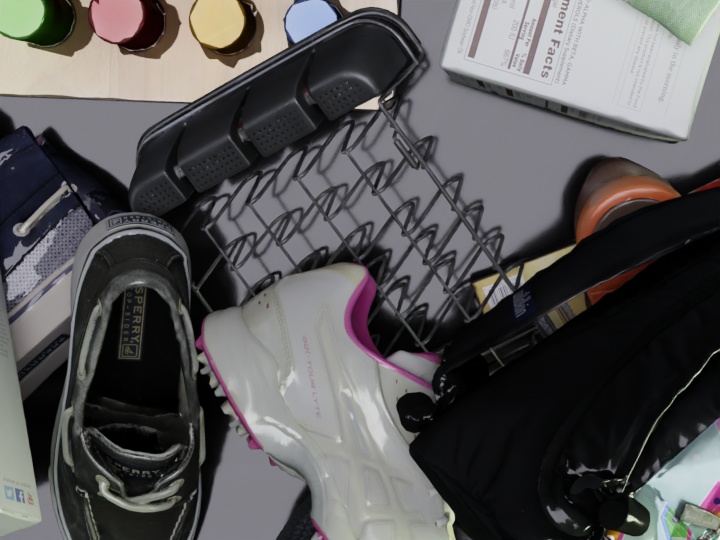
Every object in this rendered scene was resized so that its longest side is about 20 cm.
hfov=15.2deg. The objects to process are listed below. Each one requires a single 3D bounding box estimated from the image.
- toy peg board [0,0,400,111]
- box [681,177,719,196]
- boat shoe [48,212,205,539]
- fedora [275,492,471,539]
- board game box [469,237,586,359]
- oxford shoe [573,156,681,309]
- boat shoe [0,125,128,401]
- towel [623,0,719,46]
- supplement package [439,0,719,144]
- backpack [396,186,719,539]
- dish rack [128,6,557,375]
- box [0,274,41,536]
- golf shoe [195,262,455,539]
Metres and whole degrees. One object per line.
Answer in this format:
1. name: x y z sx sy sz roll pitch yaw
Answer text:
1. toy peg board: -0.080 -0.175 1.214 0.198 0.098 0.201 3 93 3
2. box: 0.238 0.031 1.167 0.137 0.040 0.201 -27 81 25
3. boat shoe: -0.104 0.075 1.207 0.070 0.064 0.201 -3 122 -7
4. fedora: 0.051 0.172 1.226 0.200 0.092 0.201 0 86 6
5. board game box: 0.166 0.032 1.244 0.199 0.035 0.136 -20 92 3
6. oxford shoe: 0.137 0.043 1.198 0.071 0.073 0.201 -11 111 1
7. boat shoe: -0.191 0.021 1.249 0.200 0.075 0.093 -39 77 2
8. towel: 0.094 -0.210 1.087 0.200 0.023 0.153 35 95 3
9. supplement package: 0.116 -0.165 1.176 0.111 0.156 0.201 17 93 4
10. backpack: 0.136 0.057 1.091 0.200 0.167 0.127 -38 123 -9
11. dish rack: 0.000 0.000 1.214 0.153 0.055 0.200 -27 109 29
12. box: -0.222 0.039 1.202 0.144 0.036 0.201 -23 64 23
13. golf shoe: 0.012 0.087 1.153 0.091 0.075 0.200 -33 84 -1
